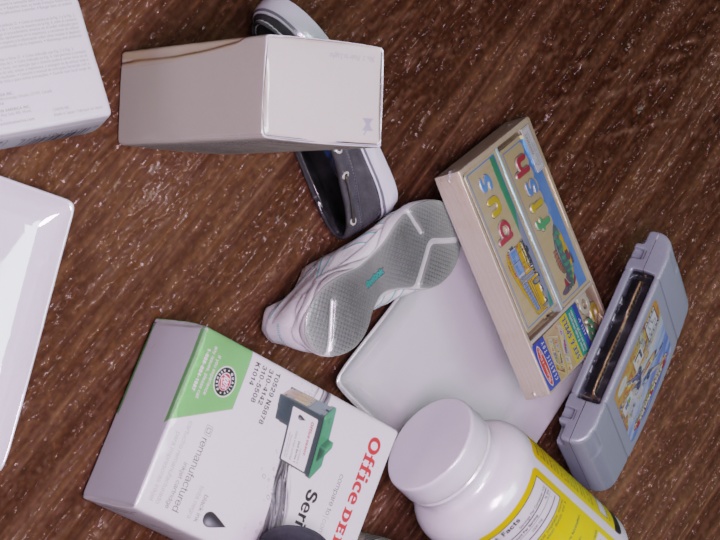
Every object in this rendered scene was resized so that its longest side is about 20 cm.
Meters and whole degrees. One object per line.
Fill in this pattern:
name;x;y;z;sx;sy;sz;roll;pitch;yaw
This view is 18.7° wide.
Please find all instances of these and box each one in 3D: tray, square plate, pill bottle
tray;-0.274;0.032;1.532;0.107;0.022;0.201;20;79;-36
square plate;0.085;0.077;1.795;0.198;0.028;0.200;47;65;-27
pill bottle;0.115;0.191;1.735;0.200;0.112;0.113;43;67;-31

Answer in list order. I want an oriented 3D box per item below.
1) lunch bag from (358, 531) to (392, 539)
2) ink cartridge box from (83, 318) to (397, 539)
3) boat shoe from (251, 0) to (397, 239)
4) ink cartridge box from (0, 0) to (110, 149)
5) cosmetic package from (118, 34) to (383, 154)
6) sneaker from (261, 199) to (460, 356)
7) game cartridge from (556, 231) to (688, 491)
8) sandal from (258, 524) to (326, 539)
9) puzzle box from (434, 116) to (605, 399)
lunch bag;0.035;0.314;1.677;0.139;0.167;0.201;32;73;-32
ink cartridge box;-0.086;0.144;1.635;0.200;0.084;0.147;29;75;-33
boat shoe;-0.040;-0.112;1.679;0.066;0.070;0.201;-42;122;-29
ink cartridge box;-0.278;-0.182;1.524;0.162;0.050;0.201;-13;81;-35
cosmetic package;-0.081;-0.123;1.560;0.103;0.200;0.074;3;89;-37
sneaker;0.000;0.000;1.699;0.200;0.080;0.071;-34;112;-38
game cartridge;0.226;0.082;1.856;0.201;0.041;0.133;-65;151;-18
sandal;-0.077;0.272;1.610;0.076;0.043;0.201;11;126;-11
puzzle box;0.136;-0.012;1.784;0.133;0.025;0.201;-39;110;-51
